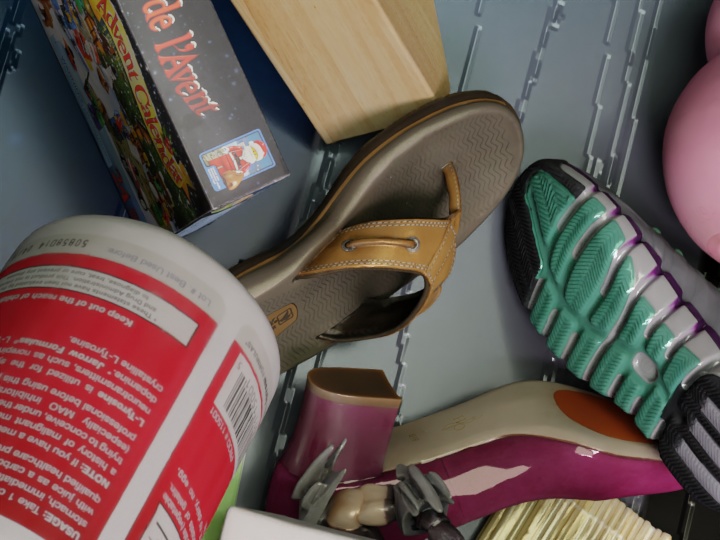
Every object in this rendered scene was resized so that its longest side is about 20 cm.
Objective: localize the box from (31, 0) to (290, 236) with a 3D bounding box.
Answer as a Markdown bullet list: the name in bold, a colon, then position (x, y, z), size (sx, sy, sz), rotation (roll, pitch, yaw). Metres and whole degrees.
- **box**: position (-0.103, -0.113, 0.948), size (0.038, 0.137, 0.200), rotation (-25, 91, -17)

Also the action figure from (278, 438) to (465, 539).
- **action figure**: position (0.030, 0.143, 0.962), size (0.200, 0.130, 0.069), rotation (16, 38, -15)

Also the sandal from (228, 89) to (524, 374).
- **sandal**: position (0.000, 0.000, 0.989), size (0.200, 0.055, 0.082), rotation (-36, 138, -15)

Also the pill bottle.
- **pill bottle**: position (-0.113, 0.085, 0.779), size (0.112, 0.112, 0.200), rotation (35, 50, -10)

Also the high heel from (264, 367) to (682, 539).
- **high heel**: position (0.056, 0.101, 1.016), size (0.200, 0.067, 0.096), rotation (10, 111, -12)

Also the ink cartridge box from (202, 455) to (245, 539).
- **ink cartridge box**: position (-0.158, 0.071, 0.920), size (0.200, 0.117, 0.067), rotation (13, 79, -15)

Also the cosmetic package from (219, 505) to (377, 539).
- **cosmetic package**: position (0.036, 0.164, 0.870), size (0.200, 0.071, 0.102), rotation (14, 85, 10)

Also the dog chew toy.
- **dog chew toy**: position (0.214, -0.097, 1.052), size (0.124, 0.125, 0.200), rotation (19, 71, -14)

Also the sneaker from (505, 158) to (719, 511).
- **sneaker**: position (0.145, 0.027, 1.022), size (0.087, 0.074, 0.200), rotation (-6, 50, -39)

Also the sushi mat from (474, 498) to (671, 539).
- **sushi mat**: position (0.068, 0.188, 1.028), size (0.096, 0.012, 0.200), rotation (35, 75, -11)

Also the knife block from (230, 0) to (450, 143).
- **knife block**: position (-0.040, -0.159, 0.956), size (0.064, 0.176, 0.200), rotation (-13, 87, 27)
